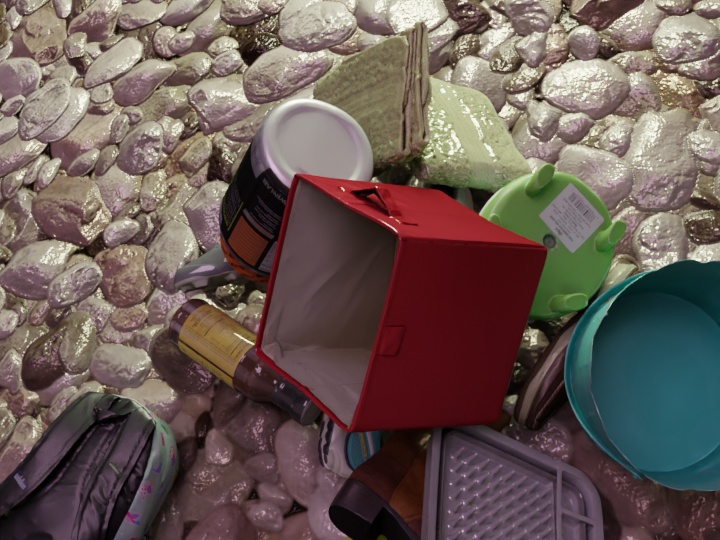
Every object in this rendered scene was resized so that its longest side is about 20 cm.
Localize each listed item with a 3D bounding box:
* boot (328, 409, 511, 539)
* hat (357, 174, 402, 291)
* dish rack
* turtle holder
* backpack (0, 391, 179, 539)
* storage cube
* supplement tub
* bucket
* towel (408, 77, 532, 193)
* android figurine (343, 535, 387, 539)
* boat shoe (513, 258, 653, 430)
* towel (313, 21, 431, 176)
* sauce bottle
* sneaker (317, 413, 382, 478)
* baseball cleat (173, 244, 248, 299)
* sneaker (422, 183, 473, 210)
[{"bbox_3d":[0.093,0.213,1.118,0.186,0.069,0.200,25,48,23],"label":"boot"},{"bbox_3d":[0.000,0.000,1.185,0.081,0.201,0.201,45,85,4],"label":"hat"},{"bbox_3d":[0.135,0.236,1.045,0.044,0.198,0.173,-44,27,41],"label":"dish rack"},{"bbox_3d":[0.169,-0.002,1.144,0.139,0.132,0.189,18,77,-8],"label":"turtle holder"},{"bbox_3d":[-0.281,0.231,1.213,0.165,0.127,0.202,23,73,14],"label":"backpack"},{"bbox_3d":[0.035,0.026,1.036,0.170,0.178,0.203,32,112,48],"label":"storage cube"},{"bbox_3d":[-0.073,-0.073,1.164,0.121,0.200,0.125,10,61,-19],"label":"supplement tub"},{"bbox_3d":[0.287,0.096,1.045,0.203,0.135,0.211,1,81,-3],"label":"bucket"},{"bbox_3d":[0.099,-0.153,1.247,0.146,0.037,0.201,6,38,-22],"label":"towel"},{"bbox_3d":[0.045,0.319,1.112,0.196,0.041,0.185,-7,64,17],"label":"android figurine"},{"bbox_3d":[0.234,0.083,1.140,0.074,0.075,0.203,34,79,22],"label":"boat shoe"},{"bbox_3d":[0.008,-0.164,1.212,0.199,0.036,0.151,-19,62,52],"label":"towel"},{"bbox_3d":[-0.124,0.103,1.256,0.199,0.065,0.065,33,79,27],"label":"sauce bottle"},{"bbox_3d":[0.007,0.125,1.207,0.078,0.078,0.203,17,61,-11],"label":"sneaker"},{"bbox_3d":[-0.123,-0.039,1.297,0.197,0.070,0.108,-15,81,-13],"label":"baseball cleat"},{"bbox_3d":[0.092,-0.027,1.230,0.073,0.087,0.203,-15,63,9],"label":"sneaker"}]
